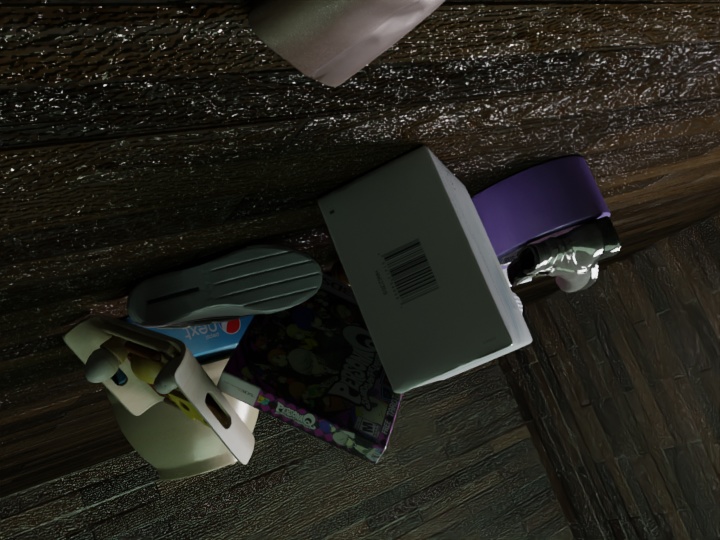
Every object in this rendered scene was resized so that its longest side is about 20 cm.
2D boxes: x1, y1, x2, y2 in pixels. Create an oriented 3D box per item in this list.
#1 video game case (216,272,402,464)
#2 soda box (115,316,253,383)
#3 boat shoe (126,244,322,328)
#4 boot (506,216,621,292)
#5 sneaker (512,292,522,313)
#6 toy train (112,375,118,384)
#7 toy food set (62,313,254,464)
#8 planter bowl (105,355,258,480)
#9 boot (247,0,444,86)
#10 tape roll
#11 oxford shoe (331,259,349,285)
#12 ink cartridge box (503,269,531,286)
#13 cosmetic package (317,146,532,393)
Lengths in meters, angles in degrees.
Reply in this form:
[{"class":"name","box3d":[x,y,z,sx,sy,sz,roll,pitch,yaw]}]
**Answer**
[{"class":"video game case","box3d":[-0.035,0.089,0.824,0.200,0.181,0.036,-65,-179,-50]},{"class":"soda box","box3d":[-0.210,0.082,0.950,0.200,0.064,0.068,-9,163,-47]},{"class":"boat shoe","box3d":[-0.142,0.017,0.793,0.199,0.072,0.071,-8,174,-14]},{"class":"boot","box3d":[0.253,-0.009,1.012,0.130,0.068,0.200,-16,161,-5]},{"class":"sneaker","box3d":[0.158,0.063,1.233,0.199,0.075,0.115,-4,-177,-25]},{"class":"toy train","box3d":[-0.264,0.109,1.047,0.200,0.042,0.056,-20,180,-10]},{"class":"toy food set","box3d":[-0.209,0.126,0.775,0.200,0.144,0.060,11,-129,41]},{"class":"planter bowl","box3d":[-0.218,0.194,0.997,0.200,0.135,0.200,-15,178,-1]},{"class":"boot","box3d":[0.012,-0.146,0.305,0.200,0.064,0.186,-23,168,28]},{"class":"tape roll","box3d":[0.226,-0.070,1.022,0.200,0.085,0.200,-21,170,-4]},{"class":"oxford shoe","box3d":[0.047,0.009,1.031,0.200,0.072,0.071,6,158,-42]},{"class":"ink cartridge box","box3d":[0.138,0.012,1.185,0.200,0.044,0.173,-3,-174,44]},{"class":"cosmetic package","box3d":[0.076,0.005,0.775,0.123,0.200,0.200,-25,169,13]}]
